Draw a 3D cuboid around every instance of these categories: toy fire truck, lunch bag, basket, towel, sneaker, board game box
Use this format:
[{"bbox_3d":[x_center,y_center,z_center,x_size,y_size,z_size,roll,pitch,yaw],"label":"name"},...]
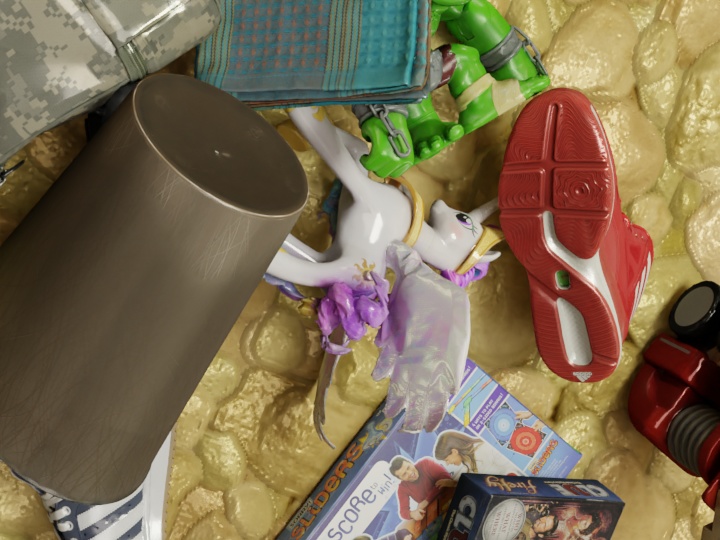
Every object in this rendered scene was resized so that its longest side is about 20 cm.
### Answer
[{"bbox_3d":[0.249,0.134,1.265,0.129,0.176,0.200,40,86,-25],"label":"toy fire truck"},{"bbox_3d":[-0.201,-0.169,1.026,0.168,0.139,0.200,-37,104,-12],"label":"lunch bag"},{"bbox_3d":[-0.128,0.001,1.041,0.136,0.180,0.200,15,127,-36],"label":"basket"},{"bbox_3d":[-0.027,-0.192,1.082,0.147,0.022,0.200,-2,79,21],"label":"towel"},{"bbox_3d":[0.146,-0.037,1.227,0.078,0.116,0.200,4,115,20],"label":"sneaker"},{"bbox_3d":[0.042,0.164,1.266,0.135,0.034,0.200,41,85,-25],"label":"board game box"},{"bbox_3d":[-0.178,0.156,1.157,0.108,0.070,0.200,3,94,-27],"label":"sneaker"},{"bbox_3d":[0.092,0.237,1.270,0.135,0.035,0.200,8,108,-41],"label":"board game box"}]

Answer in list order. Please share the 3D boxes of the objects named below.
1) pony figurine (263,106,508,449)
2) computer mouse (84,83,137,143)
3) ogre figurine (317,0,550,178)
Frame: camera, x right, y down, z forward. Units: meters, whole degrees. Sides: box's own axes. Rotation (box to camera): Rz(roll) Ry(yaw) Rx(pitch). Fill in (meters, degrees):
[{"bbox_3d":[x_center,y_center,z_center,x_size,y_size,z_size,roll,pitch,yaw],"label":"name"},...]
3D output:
[{"bbox_3d":[0.000,0.000,1.155,0.200,0.166,0.193,31,70,-27],"label":"pony figurine"},{"bbox_3d":[-0.174,-0.098,1.127,0.200,0.034,0.059,18,81,-17],"label":"computer mouse"},{"bbox_3d":[0.038,-0.135,1.143,0.200,0.098,0.120,-33,93,-33],"label":"ogre figurine"}]
